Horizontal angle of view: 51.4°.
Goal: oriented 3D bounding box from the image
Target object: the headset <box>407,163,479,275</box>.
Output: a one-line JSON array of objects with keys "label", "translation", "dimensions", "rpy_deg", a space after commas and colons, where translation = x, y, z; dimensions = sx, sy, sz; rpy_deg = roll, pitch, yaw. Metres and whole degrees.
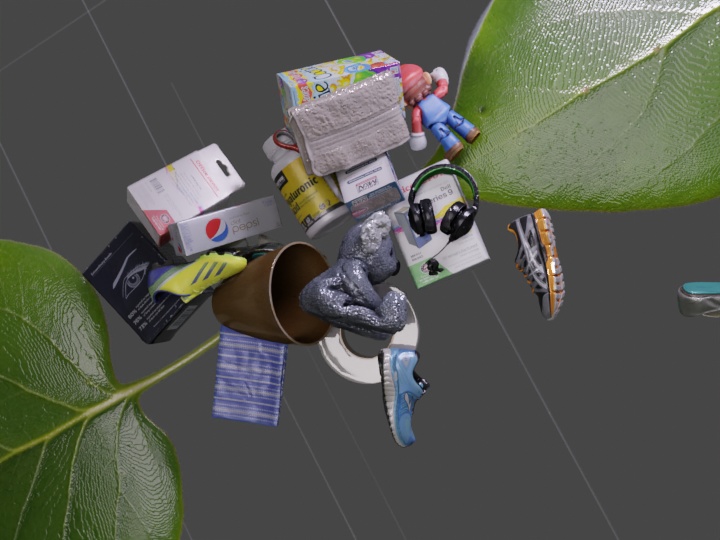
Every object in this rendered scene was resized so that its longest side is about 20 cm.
[{"label": "headset", "translation": [0.137, -0.091, 1.290], "dimensions": [0.123, 0.094, 0.202], "rpy_deg": [7, 79, 12]}]

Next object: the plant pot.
[{"label": "plant pot", "translation": [-0.176, 0.053, 1.398], "dimensions": [0.199, 0.186, 0.188], "rpy_deg": [-8, 88, 37]}]

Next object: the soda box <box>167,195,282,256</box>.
[{"label": "soda box", "translation": [-0.253, -0.085, 1.406], "dimensions": [0.199, 0.068, 0.064], "rpy_deg": [-19, 100, -28]}]

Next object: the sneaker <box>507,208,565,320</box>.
[{"label": "sneaker", "translation": [0.321, -0.007, 1.359], "dimensions": [0.077, 0.078, 0.202], "rpy_deg": [-11, 84, 23]}]

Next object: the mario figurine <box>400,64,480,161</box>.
[{"label": "mario figurine", "translation": [0.130, -0.299, 1.397], "dimensions": [0.200, 0.123, 0.106], "rpy_deg": [50, 138, 7]}]

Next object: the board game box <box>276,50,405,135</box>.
[{"label": "board game box", "translation": [-0.035, -0.310, 1.327], "dimensions": [0.199, 0.105, 0.104], "rpy_deg": [-17, 121, -13]}]

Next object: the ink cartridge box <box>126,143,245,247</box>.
[{"label": "ink cartridge box", "translation": [-0.337, -0.150, 1.455], "dimensions": [0.199, 0.068, 0.117], "rpy_deg": [-33, 83, -24]}]

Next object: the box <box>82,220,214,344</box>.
[{"label": "box", "translation": [-0.416, 0.023, 1.474], "dimensions": [0.148, 0.104, 0.200], "rpy_deg": [-45, 82, 7]}]

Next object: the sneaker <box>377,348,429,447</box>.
[{"label": "sneaker", "translation": [0.087, 0.236, 1.377], "dimensions": [0.089, 0.078, 0.201], "rpy_deg": [-9, 112, -4]}]

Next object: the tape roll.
[{"label": "tape roll", "translation": [0.015, 0.114, 1.428], "dimensions": [0.201, 0.037, 0.204], "rpy_deg": [0, 90, 11]}]

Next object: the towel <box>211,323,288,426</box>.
[{"label": "towel", "translation": [-0.219, 0.201, 1.478], "dimensions": [0.144, 0.024, 0.202], "rpy_deg": [6, 91, 11]}]

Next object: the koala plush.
[{"label": "koala plush", "translation": [0.000, 0.000, 1.320], "dimensions": [0.183, 0.177, 0.201], "rpy_deg": [17, 77, -8]}]

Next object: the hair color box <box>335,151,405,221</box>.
[{"label": "hair color box", "translation": [0.004, -0.194, 1.369], "dimensions": [0.099, 0.061, 0.201], "rpy_deg": [-23, 51, 9]}]

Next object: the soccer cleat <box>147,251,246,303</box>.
[{"label": "soccer cleat", "translation": [-0.296, 0.016, 1.365], "dimensions": [0.199, 0.065, 0.084], "rpy_deg": [-10, 75, 15]}]

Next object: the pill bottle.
[{"label": "pill bottle", "translation": [-0.100, -0.169, 1.414], "dimensions": [0.111, 0.111, 0.201], "rpy_deg": [-33, 83, 9]}]

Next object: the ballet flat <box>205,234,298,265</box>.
[{"label": "ballet flat", "translation": [-0.211, -0.036, 1.460], "dimensions": [0.199, 0.072, 0.073], "rpy_deg": [-7, 88, 9]}]

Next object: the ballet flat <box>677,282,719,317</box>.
[{"label": "ballet flat", "translation": [0.656, 0.048, 1.304], "dimensions": [0.198, 0.067, 0.064], "rpy_deg": [-5, 116, 11]}]

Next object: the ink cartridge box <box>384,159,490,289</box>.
[{"label": "ink cartridge box", "translation": [0.135, -0.083, 1.382], "dimensions": [0.145, 0.087, 0.201], "rpy_deg": [-22, 83, 10]}]

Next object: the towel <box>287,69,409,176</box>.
[{"label": "towel", "translation": [-0.019, -0.248, 1.282], "dimensions": [0.199, 0.035, 0.133], "rpy_deg": [-24, 121, -8]}]

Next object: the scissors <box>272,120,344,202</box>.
[{"label": "scissors", "translation": [-0.077, -0.204, 1.355], "dimensions": [0.200, 0.014, 0.073], "rpy_deg": [42, 60, 16]}]
